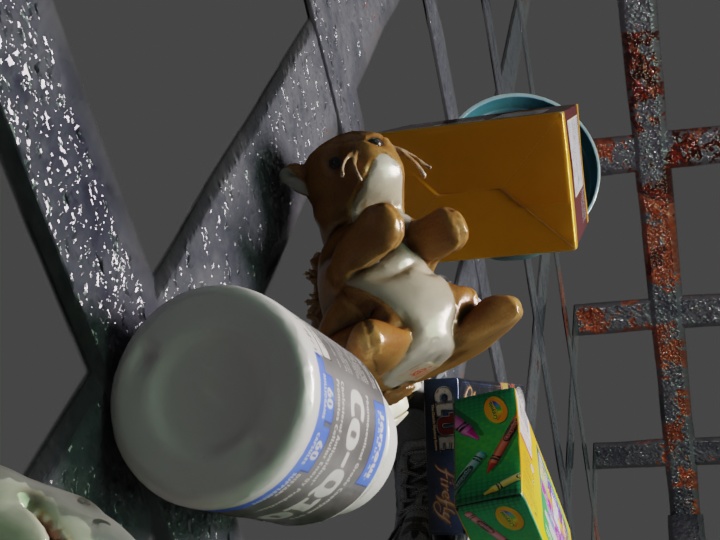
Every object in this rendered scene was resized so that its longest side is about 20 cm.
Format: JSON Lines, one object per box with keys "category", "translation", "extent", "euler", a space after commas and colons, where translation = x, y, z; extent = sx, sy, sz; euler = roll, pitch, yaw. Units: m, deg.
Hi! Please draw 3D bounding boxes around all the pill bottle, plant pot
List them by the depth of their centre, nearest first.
{"category": "pill bottle", "translation": [-0.048, 0.086, 0.652], "extent": [0.200, 0.113, 0.115], "euler": [42, 45, -67]}
{"category": "plant pot", "translation": [0.195, -0.101, 1.477], "extent": [0.188, 0.198, 0.202], "euler": [85, 4, -76]}

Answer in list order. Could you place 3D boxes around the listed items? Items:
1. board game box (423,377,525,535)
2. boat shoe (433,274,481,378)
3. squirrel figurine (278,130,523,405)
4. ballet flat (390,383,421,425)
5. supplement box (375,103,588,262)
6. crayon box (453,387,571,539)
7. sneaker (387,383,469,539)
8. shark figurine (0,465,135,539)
{"category": "board game box", "translation": [0.114, 0.173, 1.076], "extent": [0.200, 0.034, 0.137], "euler": [15, 72, -64]}
{"category": "boat shoe", "translation": [0.076, 0.063, 1.181], "extent": [0.074, 0.068, 0.200], "euler": [-45, 166, -15]}
{"category": "squirrel figurine", "translation": [0.000, 0.000, 0.858], "extent": [0.188, 0.141, 0.200], "euler": [66, -28, 20]}
{"category": "ballet flat", "translation": [0.015, 0.106, 0.962], "extent": [0.200, 0.070, 0.071], "euler": [-45, 128, -70]}
{"category": "supplement box", "translation": [0.130, -0.093, 1.191], "extent": [0.200, 0.196, 0.134], "euler": [-34, 118, -72]}
{"category": "crayon box", "translation": [0.135, 0.214, 0.974], "extent": [0.119, 0.058, 0.201], "euler": [-85, 156, -52]}
{"category": "sneaker", "translation": [0.059, 0.213, 1.067], "extent": [0.114, 0.075, 0.202], "euler": [-45, 128, -69]}
{"category": "shark figurine", "translation": [-0.169, 0.020, 0.358], "extent": [0.089, 0.127, 0.216], "euler": [180, -114, -81]}
